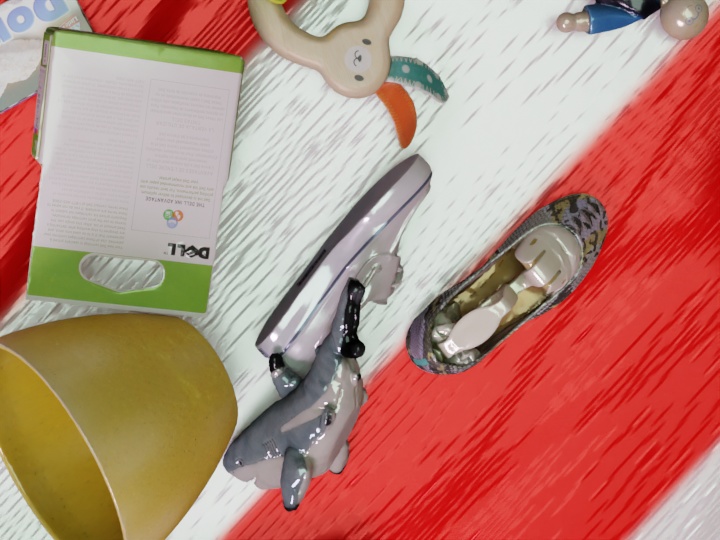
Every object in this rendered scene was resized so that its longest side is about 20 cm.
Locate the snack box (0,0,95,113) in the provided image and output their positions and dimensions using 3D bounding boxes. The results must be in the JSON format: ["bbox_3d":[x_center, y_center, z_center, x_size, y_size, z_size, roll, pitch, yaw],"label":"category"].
[{"bbox_3d":[-0.301,-0.152,1.277,0.199,0.024,0.072,-30,97,-3],"label":"snack box"}]

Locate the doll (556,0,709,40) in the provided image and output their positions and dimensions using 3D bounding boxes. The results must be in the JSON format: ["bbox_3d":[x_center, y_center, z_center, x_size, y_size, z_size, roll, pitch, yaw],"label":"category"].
[{"bbox_3d":[0.193,-0.248,1.303,0.199,0.048,0.137,34,81,-13],"label":"doll"}]

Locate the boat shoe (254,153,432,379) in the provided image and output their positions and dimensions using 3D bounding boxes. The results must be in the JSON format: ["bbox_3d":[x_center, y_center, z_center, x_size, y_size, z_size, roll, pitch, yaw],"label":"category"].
[{"bbox_3d":[0.000,0.000,1.298,0.065,0.074,0.200,38,100,-11],"label":"boat shoe"}]

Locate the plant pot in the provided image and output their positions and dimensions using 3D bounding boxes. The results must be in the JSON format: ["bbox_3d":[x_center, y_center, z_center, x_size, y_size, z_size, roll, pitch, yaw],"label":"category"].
[{"bbox_3d":[-0.177,0.112,1.241,0.141,0.200,0.201,-30,97,-31],"label":"plant pot"}]

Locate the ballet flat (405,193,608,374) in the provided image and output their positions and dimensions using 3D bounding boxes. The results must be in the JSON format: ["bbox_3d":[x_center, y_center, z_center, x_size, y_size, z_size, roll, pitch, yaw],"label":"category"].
[{"bbox_3d":[0.123,0.015,1.305,0.200,0.072,0.072,-40,96,-2],"label":"ballet flat"}]

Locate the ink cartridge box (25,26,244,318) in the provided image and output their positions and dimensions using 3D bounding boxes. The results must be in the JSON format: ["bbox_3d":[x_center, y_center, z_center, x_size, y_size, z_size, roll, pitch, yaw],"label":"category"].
[{"bbox_3d":[-0.179,-0.076,1.257,0.146,0.076,0.202,6,98,-17],"label":"ink cartridge box"}]

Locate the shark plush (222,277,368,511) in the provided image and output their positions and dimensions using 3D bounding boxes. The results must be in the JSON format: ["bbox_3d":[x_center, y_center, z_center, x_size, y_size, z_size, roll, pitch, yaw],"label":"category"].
[{"bbox_3d":[-0.046,0.098,1.264,0.083,0.091,0.201,33,130,16],"label":"shark plush"}]

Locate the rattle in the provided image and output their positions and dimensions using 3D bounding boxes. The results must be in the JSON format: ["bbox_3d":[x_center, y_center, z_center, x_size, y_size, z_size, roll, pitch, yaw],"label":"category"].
[{"bbox_3d":[-0.001,-0.192,1.249,0.130,0.143,0.201,-29,90,-21],"label":"rattle"}]
